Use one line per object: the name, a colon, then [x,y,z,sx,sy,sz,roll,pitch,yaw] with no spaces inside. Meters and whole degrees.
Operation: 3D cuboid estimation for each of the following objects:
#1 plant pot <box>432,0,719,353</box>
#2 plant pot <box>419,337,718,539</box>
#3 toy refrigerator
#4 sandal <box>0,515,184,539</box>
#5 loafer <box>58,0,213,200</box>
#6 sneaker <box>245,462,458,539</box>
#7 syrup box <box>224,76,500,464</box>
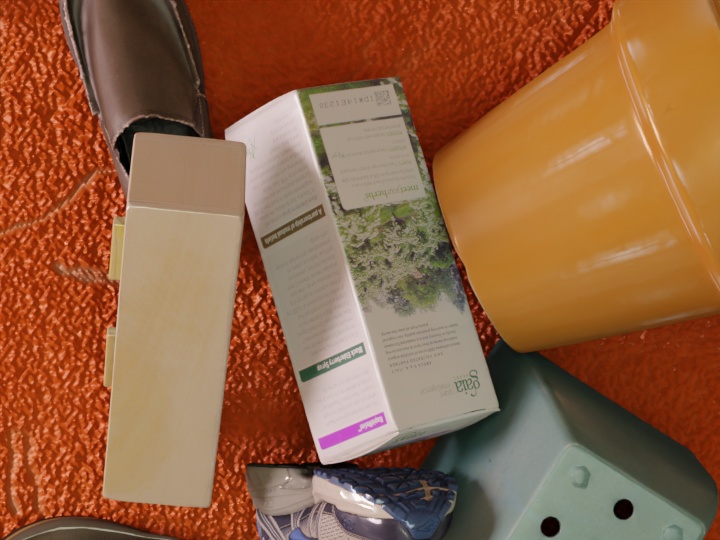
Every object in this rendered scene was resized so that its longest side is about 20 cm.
plant pot: [0.147,-0.045,1.374,0.182,0.200,0.201,-24,96,13]
plant pot: [0.115,0.142,1.370,0.141,0.200,0.142,32,91,-7]
toy refrigerator: [-0.107,0.029,1.361,0.069,0.076,0.201,6,125,-5]
sandal: [-0.128,0.194,1.427,0.199,0.055,0.082,12,93,-5]
loafer: [-0.117,-0.098,1.398,0.073,0.071,0.201,-21,96,-3]
sneaker: [-0.002,0.151,1.363,0.077,0.200,0.086,1,88,-22]
syrup box: [0.000,0.000,1.376,0.078,0.081,0.201,-11,81,-38]
